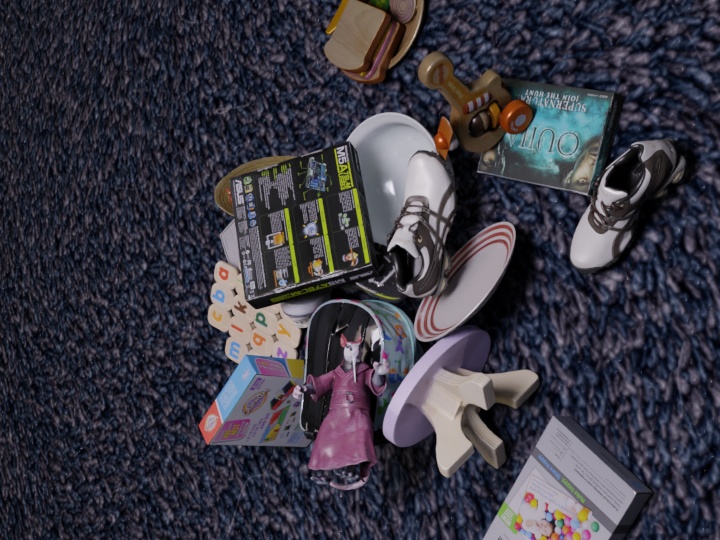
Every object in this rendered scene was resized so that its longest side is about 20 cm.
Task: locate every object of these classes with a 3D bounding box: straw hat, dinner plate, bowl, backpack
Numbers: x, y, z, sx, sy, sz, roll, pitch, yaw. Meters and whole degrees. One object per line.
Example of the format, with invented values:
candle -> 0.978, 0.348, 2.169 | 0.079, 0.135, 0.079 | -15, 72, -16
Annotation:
straw hat -> -0.128, -0.093, 1.805 | 0.201, 0.199, 0.086 | 38, 140, 43
dinner plate -> 0.146, 0.019, 1.578 | 0.200, 0.024, 0.201 | -46, 18, 20
bowl -> 0.066, -0.125, 1.690 | 0.199, 0.090, 0.204 | 4, 96, 39
backpack -> 0.003, 0.141, 1.679 | 0.176, 0.150, 0.203 | 4, 95, 46

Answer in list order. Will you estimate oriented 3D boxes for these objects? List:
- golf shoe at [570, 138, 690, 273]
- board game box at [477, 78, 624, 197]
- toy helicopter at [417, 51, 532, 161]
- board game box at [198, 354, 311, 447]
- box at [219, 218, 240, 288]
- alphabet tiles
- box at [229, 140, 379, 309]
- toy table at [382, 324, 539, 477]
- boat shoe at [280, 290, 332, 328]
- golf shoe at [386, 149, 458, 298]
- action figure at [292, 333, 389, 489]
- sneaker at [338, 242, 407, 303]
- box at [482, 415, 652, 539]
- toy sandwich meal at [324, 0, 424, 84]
golf shoe -> 0.306, -0.083, 1.424 | 0.201, 0.094, 0.078 | -57, 49, 26
board game box -> 0.250, -0.180, 1.560 | 0.199, 0.028, 0.137 | 17, 95, 47
toy helicopter -> 0.129, -0.217, 1.529 | 0.132, 0.200, 0.079 | -46, 50, 8
board game box -> -0.126, 0.202, 1.774 | 0.154, 0.199, 0.040 | -55, 49, 24
box -> -0.147, -0.068, 1.947 | 0.200, 0.060, 0.118 | -44, 54, 32
alphabet tiles -> -0.172, 0.072, 1.931 | 0.194, 0.015, 0.202 | 25, 117, 28
box -> -0.082, -0.064, 1.650 | 0.191, 0.048, 0.202 | -15, 66, 10
toy table -> 0.136, 0.173, 1.527 | 0.117, 0.184, 0.200 | 31, 73, 35
boat shoe -> -0.081, 0.057, 1.779 | 0.200, 0.071, 0.067 | -71, -18, -80
golf shoe -> 0.080, -0.062, 1.569 | 0.077, 0.094, 0.203 | -1, 94, 35
action figure -> -0.006, 0.183, 1.558 | 0.132, 0.149, 0.202 | -2, 68, 22
sneaker -> 0.000, 0.000, 1.682 | 0.074, 0.081, 0.199 | -45, 47, -17
box -> 0.254, 0.309, 1.460 | 0.156, 0.041, 0.202 | 44, 116, 42
toy sandwich meal -> 0.017, -0.397, 1.820 | 0.204, 0.070, 0.208 | -11, 75, 46
